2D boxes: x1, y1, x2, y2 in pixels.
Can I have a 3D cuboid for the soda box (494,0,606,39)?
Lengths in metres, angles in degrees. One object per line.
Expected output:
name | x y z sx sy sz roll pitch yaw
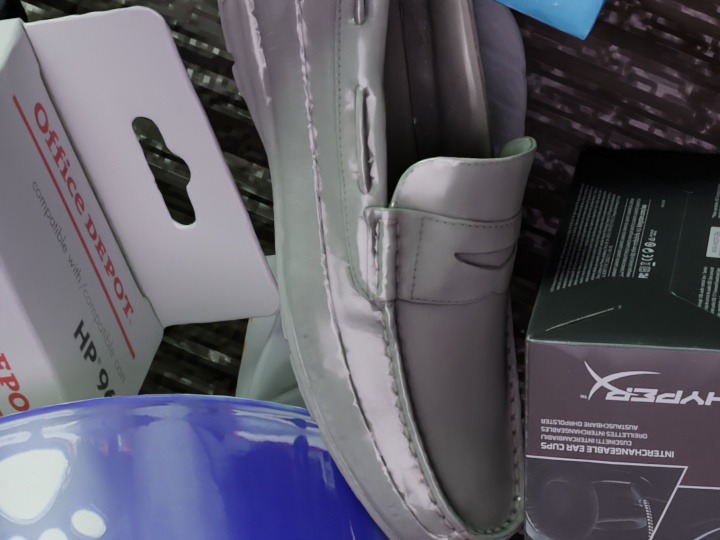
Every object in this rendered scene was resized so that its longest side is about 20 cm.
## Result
soda box | 0.074 -0.171 0.791 0.068 0.064 0.201 24 115 3

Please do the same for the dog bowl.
dog bowl | -0.067 0.120 0.844 0.199 0.079 0.200 -8 147 -5

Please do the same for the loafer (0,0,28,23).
loafer | -0.176 -0.035 0.909 0.199 0.073 0.072 -21 115 30

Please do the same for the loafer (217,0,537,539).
loafer | 0.014 -0.018 0.784 0.069 0.070 0.201 -10 99 36

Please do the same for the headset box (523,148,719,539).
headset box | 0.091 0.084 0.845 0.077 0.149 0.201 4 114 9

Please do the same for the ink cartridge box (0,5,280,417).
ink cartridge box | -0.136 0.000 0.834 0.199 0.068 0.116 -8 126 22

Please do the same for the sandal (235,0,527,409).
sandal | 0.008 0.001 0.882 0.079 0.059 0.208 8 113 -11
